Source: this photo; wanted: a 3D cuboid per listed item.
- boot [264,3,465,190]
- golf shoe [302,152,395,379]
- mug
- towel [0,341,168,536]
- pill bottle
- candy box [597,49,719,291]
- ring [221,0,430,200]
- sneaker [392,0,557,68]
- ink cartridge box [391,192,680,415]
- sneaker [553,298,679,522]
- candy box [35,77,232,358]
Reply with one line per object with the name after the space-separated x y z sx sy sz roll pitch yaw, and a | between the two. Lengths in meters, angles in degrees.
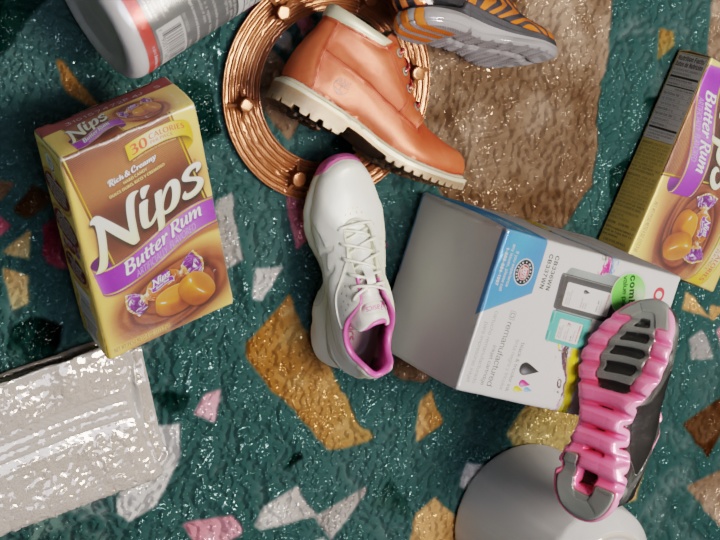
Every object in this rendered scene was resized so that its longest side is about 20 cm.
0.026 -0.142 1.583 0.200 0.075 0.108 31 83 -30 | boot
0.000 0.000 1.609 0.075 0.091 0.201 -14 114 -22 | golf shoe
0.198 0.271 1.759 0.149 0.153 0.187 -37 118 -16 | mug
-0.260 0.141 1.546 0.199 0.034 0.133 -20 111 -22 | towel
-0.128 -0.248 1.465 0.200 0.116 0.116 -36 117 -16 | pill bottle
0.319 -0.094 1.783 0.116 0.056 0.201 22 94 -31 | candy box
-0.024 -0.156 1.602 0.200 0.019 0.201 -8 107 -26 | ring
0.103 -0.243 1.614 0.200 0.077 0.113 12 73 -51 | sneaker
0.149 0.035 1.672 0.199 0.146 0.147 13 98 -31 | ink cartridge box
0.233 0.120 1.628 0.095 0.079 0.201 7 105 -53 | sneaker
-0.178 -0.040 1.490 0.116 0.056 0.201 -25 130 -20 | candy box
